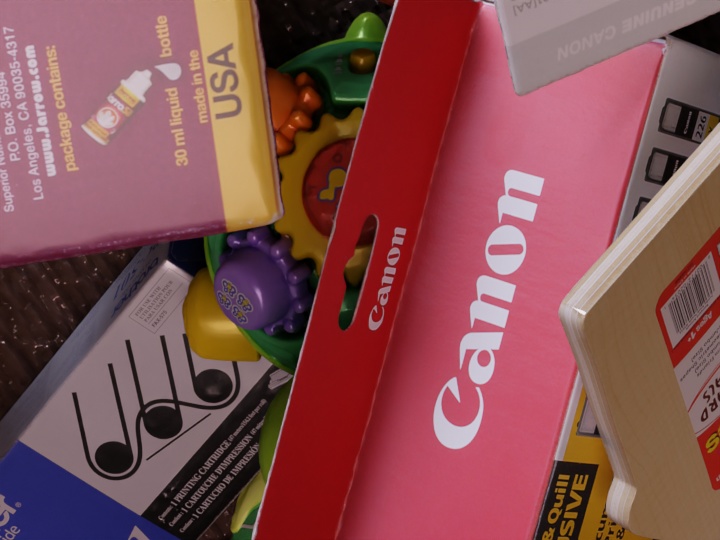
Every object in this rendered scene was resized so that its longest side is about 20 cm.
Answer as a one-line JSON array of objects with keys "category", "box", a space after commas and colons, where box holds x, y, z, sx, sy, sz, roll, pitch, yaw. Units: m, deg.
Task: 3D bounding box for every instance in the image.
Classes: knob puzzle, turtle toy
[{"category": "knob puzzle", "box": [0.140, 0.007, 0.692, 0.219, 0.030, 0.221, -28, 132, -36]}, {"category": "turtle toy", "box": [0.000, 0.000, 0.779, 0.144, 0.101, 0.202, 1, 83, 3]}]

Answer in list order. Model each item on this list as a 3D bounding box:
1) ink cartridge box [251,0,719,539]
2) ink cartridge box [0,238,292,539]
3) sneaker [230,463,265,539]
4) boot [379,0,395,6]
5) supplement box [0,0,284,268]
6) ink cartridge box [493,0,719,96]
[{"category": "ink cartridge box", "box": [0.068, 0.018, 0.705, 0.175, 0.083, 0.202, 9, 97, -52]}, {"category": "ink cartridge box", "box": [-0.103, 0.079, 0.895, 0.094, 0.044, 0.200, 33, 114, -18]}, {"category": "sneaker", "box": [0.023, 0.153, 0.922, 0.199, 0.074, 0.084, 34, 91, -14]}, {"category": "boot", "box": [0.020, -0.124, 0.741, 0.106, 0.076, 0.200, -9, 154, 18]}, {"category": "supplement box", "box": [-0.133, -0.064, 0.666, 0.198, 0.131, 0.104, -9, 111, -5]}, {"category": "ink cartridge box", "box": [0.107, -0.169, 0.608, 0.199, 0.044, 0.175, -23, 126, -10]}]
